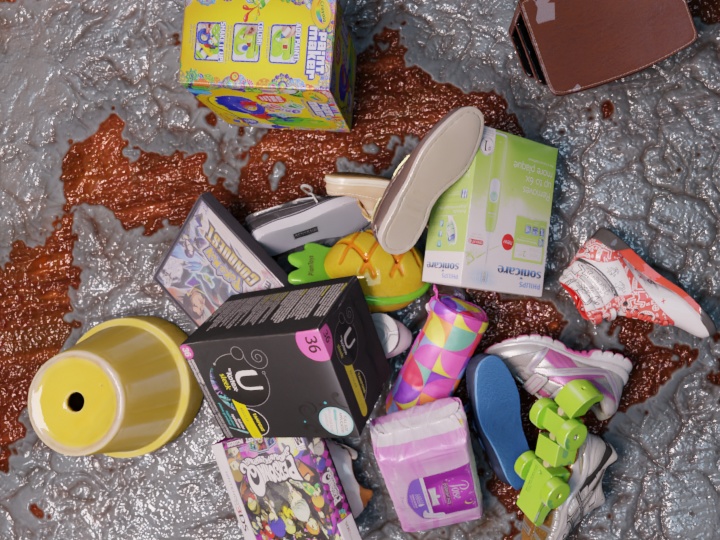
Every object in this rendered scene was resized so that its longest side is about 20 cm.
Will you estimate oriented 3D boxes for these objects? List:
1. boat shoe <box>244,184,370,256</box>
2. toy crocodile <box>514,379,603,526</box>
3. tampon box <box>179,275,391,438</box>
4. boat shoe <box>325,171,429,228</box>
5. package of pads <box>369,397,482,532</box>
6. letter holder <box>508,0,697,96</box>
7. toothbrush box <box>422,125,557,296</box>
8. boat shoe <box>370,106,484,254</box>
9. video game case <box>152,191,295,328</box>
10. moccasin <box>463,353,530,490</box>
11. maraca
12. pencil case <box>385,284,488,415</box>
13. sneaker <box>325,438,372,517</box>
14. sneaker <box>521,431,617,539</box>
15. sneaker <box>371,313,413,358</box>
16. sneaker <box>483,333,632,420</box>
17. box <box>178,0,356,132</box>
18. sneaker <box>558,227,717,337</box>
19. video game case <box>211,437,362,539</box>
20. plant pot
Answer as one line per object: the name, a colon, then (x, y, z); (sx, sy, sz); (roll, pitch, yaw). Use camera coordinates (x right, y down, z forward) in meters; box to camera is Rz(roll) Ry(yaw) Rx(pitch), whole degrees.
boat shoe: (-0.068, -0.082, 0.894); (0.197, 0.074, 0.069); (-21, 57, -5)
toy crocodile: (0.247, 0.230, 0.786); (0.061, 0.067, 0.202); (4, 107, -28)
tampon box: (-0.088, 0.111, 0.774); (0.198, 0.126, 0.151); (-9, 114, 27)
boat shoe: (0.039, -0.089, 0.843); (0.198, 0.074, 0.070); (5, 102, -32)
package of pads: (0.090, 0.256, 0.809); (0.119, 0.076, 0.201); (-13, 131, 5)
letter holder: (0.324, -0.317, 0.844); (0.198, 0.101, 0.144); (-20, 88, 5)
toothbrush box: (0.173, -0.074, 0.826); (0.144, 0.086, 0.203); (8, 90, -31)
boat shoe: (0.077, -0.117, 0.769); (0.071, 0.060, 0.201); (22, 106, -32)
video game case: (-0.192, 0.022, 0.883); (0.200, 0.025, 0.181); (46, 124, 6)
moccasin: (0.171, 0.202, 0.830); (0.080, 0.068, 0.202); (-22, 107, -22)
maraca: (0.000, 0.000, 0.852); (0.197, 0.138, 0.108); (2, 124, -8)
pencil case: (0.099, 0.124, 0.838); (0.088, 0.088, 0.202); (23, 106, 7)
sneaker: (-0.059, 0.262, 0.893); (0.084, 0.073, 0.201); (-30, 75, -29)
sneaker: (0.286, 0.315, 0.839); (0.087, 0.076, 0.202); (16, 101, -14)
sneaker: (-0.023, 0.101, 0.884); (0.198, 0.080, 0.077); (-1, 82, 27)
sneaker: (0.260, 0.145, 0.831); (0.198, 0.082, 0.089); (10, 65, 7)
box: (-0.113, -0.276, 0.840); (0.190, 0.200, 0.124); (4, 88, 7)
sneaker: (0.366, 0.047, 0.843); (0.201, 0.067, 0.108); (43, 94, 10)
video game case: (-0.107, 0.303, 0.853); (0.199, 0.036, 0.183); (-24, 86, 37)
plant pot: (-0.342, 0.166, 0.857); (0.198, 0.189, 0.203); (0, 88, 7)
